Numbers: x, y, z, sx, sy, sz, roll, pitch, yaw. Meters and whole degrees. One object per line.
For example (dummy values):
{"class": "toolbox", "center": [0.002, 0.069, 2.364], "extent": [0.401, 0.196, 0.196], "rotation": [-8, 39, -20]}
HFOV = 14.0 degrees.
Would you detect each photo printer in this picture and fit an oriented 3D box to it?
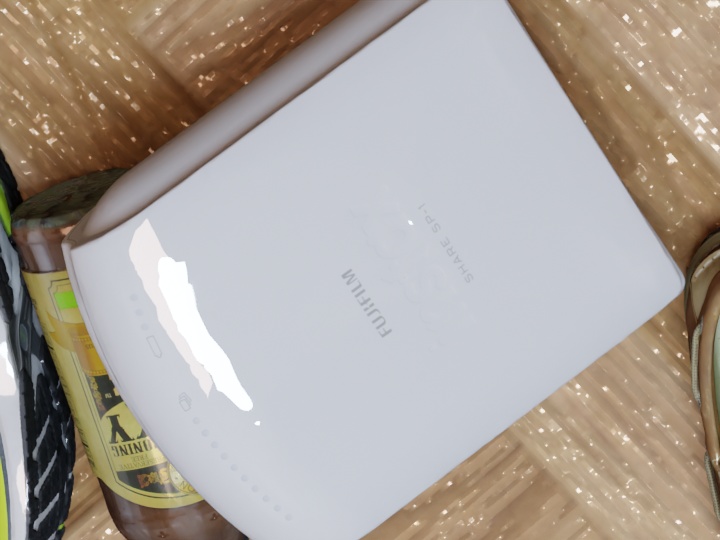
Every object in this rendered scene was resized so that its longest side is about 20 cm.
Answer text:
{"class": "photo printer", "center": [0.000, 0.000, 1.093], "extent": [0.200, 0.069, 0.167], "rotation": [-36, 106, -8]}

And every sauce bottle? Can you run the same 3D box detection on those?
{"class": "sauce bottle", "center": [-0.078, 0.061, 1.152], "extent": [0.064, 0.065, 0.201], "rotation": [-17, 106, 8]}

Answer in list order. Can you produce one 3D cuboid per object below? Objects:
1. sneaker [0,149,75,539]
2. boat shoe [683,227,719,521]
{"class": "sneaker", "center": [-0.165, 0.042, 1.153], "extent": [0.081, 0.074, 0.201], "rotation": [-8, 99, 12]}
{"class": "boat shoe", "center": [0.165, 0.082, 1.131], "extent": [0.075, 0.074, 0.201], "rotation": [-16, 102, 17]}
